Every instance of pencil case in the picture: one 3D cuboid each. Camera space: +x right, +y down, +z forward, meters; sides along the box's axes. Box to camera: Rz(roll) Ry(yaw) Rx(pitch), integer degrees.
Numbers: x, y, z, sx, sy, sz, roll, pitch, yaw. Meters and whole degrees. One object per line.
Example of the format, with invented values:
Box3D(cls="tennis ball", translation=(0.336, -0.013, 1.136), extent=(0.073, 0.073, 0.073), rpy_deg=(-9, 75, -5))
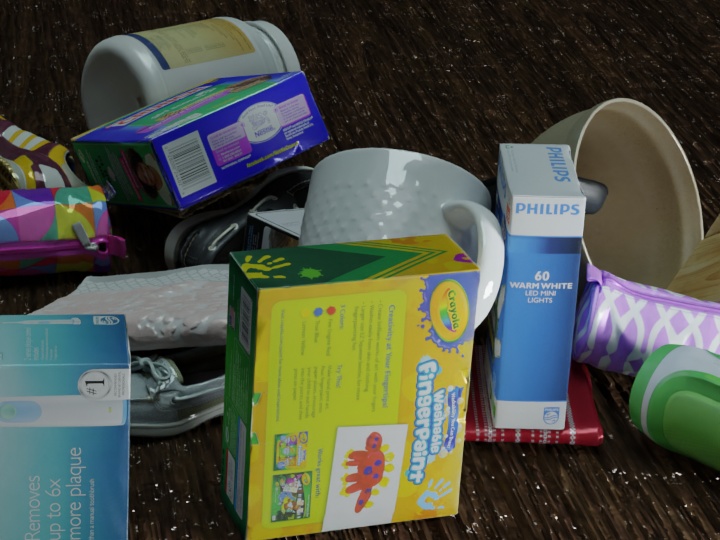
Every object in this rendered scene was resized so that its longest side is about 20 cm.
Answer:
Box3D(cls="pencil case", translation=(0.273, 0.055, 1.652), extent=(0.200, 0.086, 0.084), rpy_deg=(10, 41, -4))
Box3D(cls="pencil case", translation=(-0.316, -0.033, 1.798), extent=(0.200, 0.088, 0.088), rpy_deg=(-5, 25, -16))

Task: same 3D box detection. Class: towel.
Box3D(cls="towel", translation=(-0.173, 0.031, 1.654), extent=(0.200, 0.032, 0.191), rpy_deg=(-5, 13, 17))
Box3D(cls="towel", translation=(0.093, 0.102, 1.627), extent=(0.200, 0.023, 0.145), rpy_deg=(1, 26, -2))

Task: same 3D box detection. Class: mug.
Box3D(cls="mug", translation=(0.036, 0.010, 1.554), extent=(0.148, 0.175, 0.200), rpy_deg=(26, -27, -34))

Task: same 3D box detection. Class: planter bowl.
Box3D(cls="planter bowl", translation=(0.197, -0.043, 1.798), extent=(0.135, 0.200, 0.200), rpy_deg=(-12, 9, 40))

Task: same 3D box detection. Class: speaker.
Box3D(cls="speaker", translation=(0.306, 0.123, 1.531), extent=(0.200, 0.089, 0.088), rpy_deg=(24, 30, 38))

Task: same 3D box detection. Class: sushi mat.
Box3D(cls="sushi mat", translation=(-0.163, -0.078, 1.913), extent=(0.096, 0.012, 0.200), rpy_deg=(-24, 15, -20))

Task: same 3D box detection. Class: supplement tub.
Box3D(cls="supplement tub", translation=(-0.174, -0.186, 2.091), extent=(0.200, 0.145, 0.144), rpy_deg=(-16, 31, -39))

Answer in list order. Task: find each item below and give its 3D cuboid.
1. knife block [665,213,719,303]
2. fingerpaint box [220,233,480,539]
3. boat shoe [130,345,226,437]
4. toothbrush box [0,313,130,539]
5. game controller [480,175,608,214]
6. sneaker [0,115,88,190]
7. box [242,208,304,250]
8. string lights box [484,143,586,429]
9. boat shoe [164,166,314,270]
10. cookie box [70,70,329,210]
Box3D(cls="knife block", translation=(0.355, 0.007, 1.669), extent=(0.064, 0.200, 0.176), rpy_deg=(25, 17, -29))
Box3D(cls="fingerpaint box", translation=(-0.010, 0.082, 1.433), extent=(0.167, 0.200, 0.073), rpy_deg=(-6, 26, -19))
Box3D(cls="boat shoe", translation=(-0.131, 0.083, 1.581), extent=(0.202, 0.065, 0.074), rpy_deg=(-7, 26, -23))
Box3D(cls="toothbrush box", translation=(-0.261, 0.112, 1.394), extent=(0.200, 0.147, 0.085), rpy_deg=(1, 23, -9))
Box3D(cls="game controller", translation=(0.111, -0.051, 1.678), extent=(0.104, 0.042, 0.200), rpy_deg=(-1, -9, -40))
Box3D(cls="sneaker", translation=(-0.335, -0.104, 1.984), extent=(0.090, 0.075, 0.200), rpy_deg=(0, 29, -29))
Box3D(cls="box", translation=(0.000, 0.000, 1.770), extent=(0.117, 0.060, 0.200), rpy_deg=(-7, 23, -42))
Box3D(cls="string lights box", translation=(0.134, 0.012, 1.562), extent=(0.059, 0.200, 0.103), rpy_deg=(1, 26, -2))
Box3D(cls="boat shoe", translation=(-0.090, -0.041, 1.861), extent=(0.060, 0.074, 0.200), rpy_deg=(23, 33, 37))
Box3D(cls="cookie box", translation=(-0.154, -0.123, 1.889), extent=(0.171, 0.075, 0.200), rpy_deg=(-27, 15, -26))
